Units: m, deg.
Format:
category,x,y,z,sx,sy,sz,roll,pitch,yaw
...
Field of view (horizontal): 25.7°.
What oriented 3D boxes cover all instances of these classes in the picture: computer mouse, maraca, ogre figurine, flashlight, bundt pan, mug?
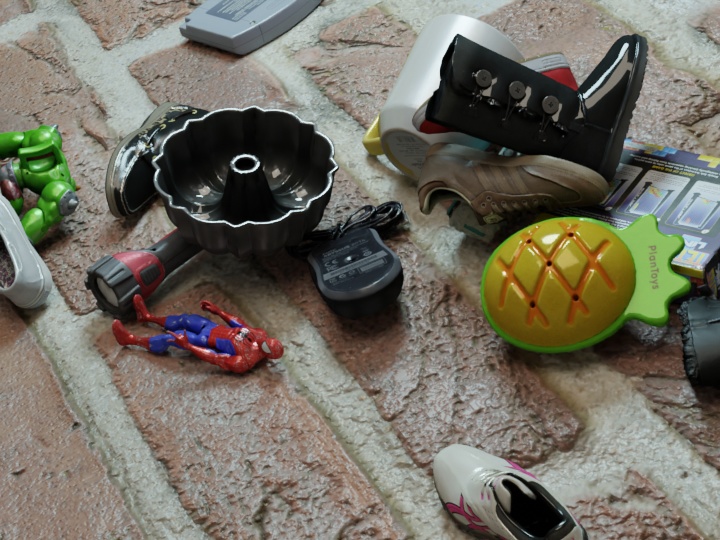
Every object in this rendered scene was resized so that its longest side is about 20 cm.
category,x,y,z,sx,sy,sz,roll,pitch,yaw
computer mouse,0.000,0.000,1.644,0.138,0.053,0.200,-19,25,0
maraca,0.211,0.009,1.493,0.199,0.107,0.138,-10,67,16
ogre figurine,-0.401,-0.102,1.878,0.119,0.098,0.200,-23,33,2
flashlight,-0.211,-0.026,1.743,0.068,0.068,0.200,43,57,12
bundt pan,-0.122,-0.088,1.704,0.201,0.076,0.202,-1,44,1
mug,0.092,-0.172,1.778,0.149,0.187,0.153,31,61,5

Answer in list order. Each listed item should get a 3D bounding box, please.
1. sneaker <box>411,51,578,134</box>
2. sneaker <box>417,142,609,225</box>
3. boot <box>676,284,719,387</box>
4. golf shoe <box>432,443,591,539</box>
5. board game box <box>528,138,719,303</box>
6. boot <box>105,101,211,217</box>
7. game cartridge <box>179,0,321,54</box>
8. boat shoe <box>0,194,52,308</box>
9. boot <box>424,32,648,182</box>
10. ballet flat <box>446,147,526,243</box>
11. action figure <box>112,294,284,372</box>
category,x,y,z,sx,sy,sz,roll,pitch,yaw
sneaker,0.157,-0.152,1.645,0.199,0.071,0.113,-21,74,-25
sneaker,0.152,-0.075,1.592,0.199,0.070,0.076,11,76,28
boot,0.367,0.077,1.386,0.162,0.074,0.199,-7,31,9
golf shoe,0.127,0.191,1.318,0.072,0.092,0.200,-33,39,-19
board game box,0.298,-0.052,1.587,0.199,0.057,0.165,17,51,37
boot,-0.202,-0.133,1.867,0.150,0.073,0.200,3,36,24
game cartridge,-0.136,-0.365,2.158,0.133,0.042,0.200,25,54,36
boat shoe,-0.424,-0.036,1.778,0.072,0.068,0.200,-40,62,9
boot,0.180,-0.194,1.595,0.199,0.066,0.166,18,73,-4
ballet flat,0.165,-0.099,1.701,0.071,0.072,0.200,15,49,34
action figure,-0.163,0.066,1.622,0.199,0.052,0.065,11,42,28
